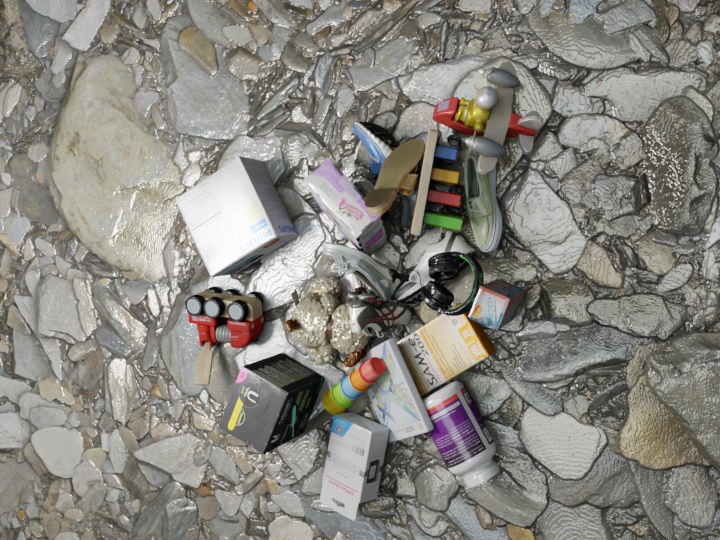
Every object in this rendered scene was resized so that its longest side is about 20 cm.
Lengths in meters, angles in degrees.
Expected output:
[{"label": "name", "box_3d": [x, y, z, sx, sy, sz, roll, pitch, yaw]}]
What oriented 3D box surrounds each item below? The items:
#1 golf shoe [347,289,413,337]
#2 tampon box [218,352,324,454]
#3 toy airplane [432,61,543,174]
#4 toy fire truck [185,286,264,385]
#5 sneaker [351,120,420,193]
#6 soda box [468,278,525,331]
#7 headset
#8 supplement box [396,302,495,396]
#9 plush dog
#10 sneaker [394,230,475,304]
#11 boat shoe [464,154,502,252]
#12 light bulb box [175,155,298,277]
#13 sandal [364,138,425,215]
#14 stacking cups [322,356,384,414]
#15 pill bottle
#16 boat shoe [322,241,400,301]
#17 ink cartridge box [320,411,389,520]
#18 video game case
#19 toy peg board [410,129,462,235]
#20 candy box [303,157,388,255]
[{"label": "golf shoe", "box_3d": [0.038, 0.099, 1.629, 0.076, 0.199, 0.090, -1, 77, 38]}, {"label": "tampon box", "box_3d": [-0.193, 0.288, 1.726, 0.125, 0.200, 0.152, 26, 101, 18]}, {"label": "toy airplane", "box_3d": [0.265, -0.307, 1.548, 0.197, 0.142, 0.201, -31, 62, -4]}, {"label": "toy fire truck", "box_3d": [-0.322, 0.157, 1.824, 0.173, 0.129, 0.203, 6, 106, 20]}, {"label": "sneaker", "box_3d": [0.038, -0.243, 1.675, 0.201, 0.078, 0.090, 53, 123, 26]}, {"label": "soda box", "box_3d": [0.270, 0.065, 1.534, 0.063, 0.200, 0.069, 24, 102, 18]}, {"label": "headset", "box_3d": [0.150, 0.019, 1.555, 0.198, 0.093, 0.125, 6, 79, 46]}, {"label": "supplement box", "box_3d": [0.166, 0.170, 1.648, 0.199, 0.073, 0.127, -34, 80, 20]}, {"label": "plush dog", "box_3d": [-0.056, 0.117, 1.684, 0.169, 0.160, 0.204, 4, 93, 24]}, {"label": "sneaker", "box_3d": [0.149, -0.004, 1.658, 0.199, 0.074, 0.081, -39, 64, 14]}, {"label": "boat shoe", "box_3d": [0.242, -0.138, 1.600, 0.072, 0.061, 0.204, -12, 80, 54]}, {"label": "light bulb box", "box_3d": [-0.281, -0.120, 1.784, 0.197, 0.125, 0.202, -29, 83, 19]}, {"label": "sandal", "box_3d": [0.075, -0.171, 1.566, 0.077, 0.213, 0.070, 6, 139, 34]}, {"label": "stacking cups", "box_3d": [-0.016, 0.243, 1.682, 0.061, 0.060, 0.200, 52, 138, 12]}, {"label": "pill bottle", "box_3d": [0.206, 0.340, 1.619, 0.112, 0.112, 0.202, -31, 81, 19]}, {"label": "boat shoe", "box_3d": [0.000, 0.000, 1.652, 0.074, 0.201, 0.066, 12, 75, 57]}, {"label": "ink cartridge box", "box_3d": [-0.015, 0.428, 1.718, 0.115, 0.066, 0.203, 16, 99, 39]}, {"label": "video game case", "box_3d": [0.066, 0.259, 1.661, 0.182, 0.022, 0.202, -37, 75, 59]}, {"label": "toy peg board", "box_3d": [0.165, -0.168, 1.581, 0.096, 0.200, 0.203, 10, 95, 2]}, {"label": "candy box", "box_3d": [-0.026, -0.125, 1.638, 0.071, 0.200, 0.168, -41, 77, -3]}]
